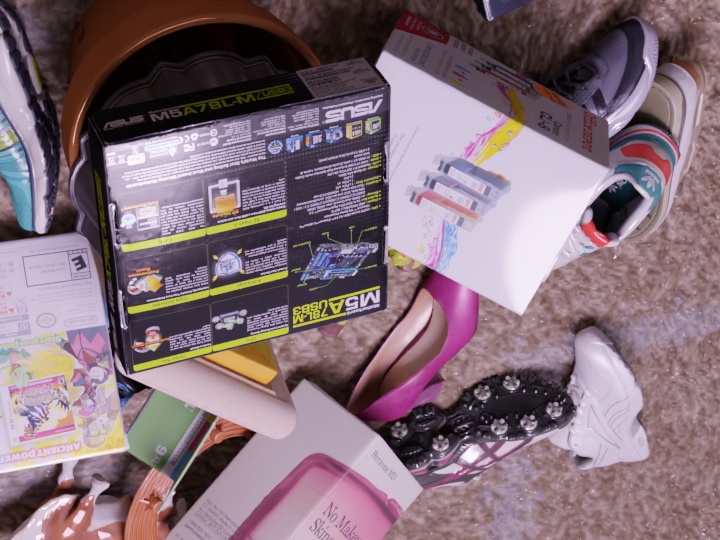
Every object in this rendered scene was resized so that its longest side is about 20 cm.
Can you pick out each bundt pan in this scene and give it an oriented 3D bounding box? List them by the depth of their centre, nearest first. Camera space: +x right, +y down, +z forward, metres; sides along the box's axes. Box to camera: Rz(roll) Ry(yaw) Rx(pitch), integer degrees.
[{"bbox_3d":[-0.102,-0.052,1.159,0.202,0.076,0.202,-13,129,-17],"label":"bundt pan"}]

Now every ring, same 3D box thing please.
[{"bbox_3d":[-0.136,0.213,1.520,0.200,0.019,0.201,-32,139,-32],"label":"ring"}]

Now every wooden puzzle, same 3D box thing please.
[{"bbox_3d":[-0.135,0.027,1.306,0.037,0.200,0.185,-41,133,23],"label":"wooden puzzle"}]

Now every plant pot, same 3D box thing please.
[{"bbox_3d":[-0.136,-0.133,1.224,0.200,0.140,0.200,-13,129,-17],"label":"plant pot"}]

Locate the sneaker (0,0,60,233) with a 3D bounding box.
[{"bbox_3d":[-0.276,-0.116,1.227,0.080,0.078,0.200,-10,126,5],"label":"sneaker"}]

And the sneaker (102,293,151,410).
[{"bbox_3d":[-0.218,0.084,1.381,0.078,0.090,0.200,5,123,-29],"label":"sneaker"}]

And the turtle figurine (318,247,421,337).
[{"bbox_3d":[0.000,0.000,1.414,0.200,0.064,0.161,-2,149,-39],"label":"turtle figurine"}]

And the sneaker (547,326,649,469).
[{"bbox_3d":[0.236,0.143,1.664,0.099,0.078,0.200,-24,131,-4],"label":"sneaker"}]

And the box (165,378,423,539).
[{"bbox_3d":[-0.059,0.226,1.509,0.200,0.109,0.128,-49,143,-10],"label":"box"}]

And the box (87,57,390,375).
[{"bbox_3d":[-0.077,-0.035,1.102,0.200,0.048,0.193,-14,132,-17],"label":"box"}]

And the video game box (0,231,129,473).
[{"bbox_3d":[-0.298,0.072,1.292,0.200,0.047,0.182,-8,85,-20],"label":"video game box"}]

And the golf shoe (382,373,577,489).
[{"bbox_3d":[0.119,0.166,1.632,0.200,0.077,0.088,-16,141,-5],"label":"golf shoe"}]

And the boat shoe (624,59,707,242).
[{"bbox_3d":[0.276,-0.107,1.490,0.068,0.075,0.200,-34,152,-30],"label":"boat shoe"}]

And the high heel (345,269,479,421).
[{"bbox_3d":[0.048,0.066,1.511,0.096,0.067,0.200,-14,133,-31],"label":"high heel"}]

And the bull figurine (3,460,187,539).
[{"bbox_3d":[-0.247,0.229,1.489,0.200,0.065,0.121,8,118,-42],"label":"bull figurine"}]

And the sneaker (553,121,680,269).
[{"bbox_3d":[0.199,-0.048,1.447,0.070,0.093,0.200,41,131,-10],"label":"sneaker"}]

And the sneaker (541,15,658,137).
[{"bbox_3d":[0.167,-0.148,1.406,0.114,0.076,0.200,24,111,-37],"label":"sneaker"}]

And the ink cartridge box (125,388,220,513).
[{"bbox_3d":[-0.143,0.106,1.361,0.059,0.200,0.104,33,113,-3],"label":"ink cartridge box"}]

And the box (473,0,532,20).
[{"bbox_3d":[0.127,-0.309,1.183,0.200,0.197,0.117,-27,131,-6],"label":"box"}]

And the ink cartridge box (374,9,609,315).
[{"bbox_3d":[0.083,-0.088,1.306,0.200,0.145,0.145,28,112,-3],"label":"ink cartridge box"}]
